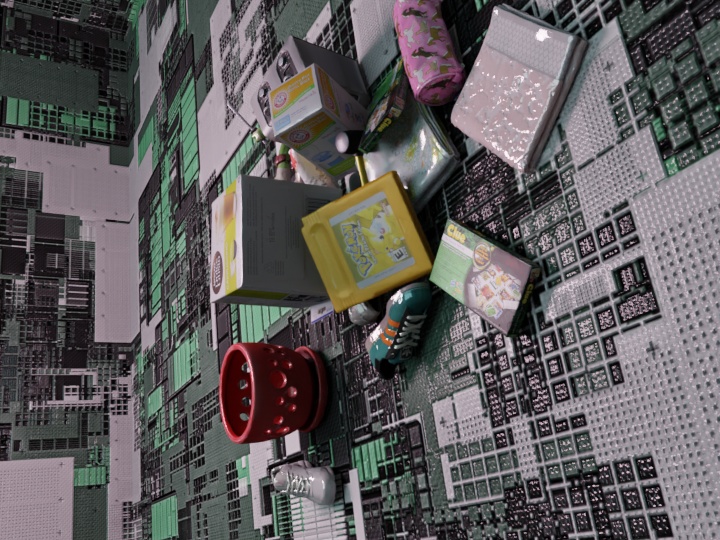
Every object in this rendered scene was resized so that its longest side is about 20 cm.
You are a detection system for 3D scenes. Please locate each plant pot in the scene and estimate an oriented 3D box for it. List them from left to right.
[{"bbox_3d":[-0.176,0.251,1.440,0.200,0.181,0.202,-16,72,58],"label":"plant pot"}]

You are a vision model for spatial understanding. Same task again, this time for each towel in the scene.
[{"bbox_3d":[0.074,-0.185,1.182,0.200,0.048,0.172,-50,49,39],"label":"towel"},{"bbox_3d":[0.214,-0.262,0.991,0.200,0.032,0.192,53,130,50],"label":"towel"}]

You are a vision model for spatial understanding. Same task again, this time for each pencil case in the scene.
[{"bbox_3d":[0.109,-0.366,1.137,0.083,0.086,0.201,111,150,-60],"label":"pencil case"}]

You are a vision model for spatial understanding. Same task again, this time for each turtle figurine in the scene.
[{"bbox_3d":[-0.184,-0.282,1.577,0.144,0.198,0.196,58,-152,-83],"label":"turtle figurine"}]

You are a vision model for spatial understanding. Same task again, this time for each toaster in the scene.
[{"bbox_3d":[-0.094,-0.343,1.396,0.181,0.199,0.119,-45,51,37],"label":"toaster"}]

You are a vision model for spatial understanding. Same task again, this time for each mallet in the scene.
[{"bbox_3d":[0.002,-0.144,1.186,0.041,0.065,0.202,-20,74,49],"label":"mallet"}]

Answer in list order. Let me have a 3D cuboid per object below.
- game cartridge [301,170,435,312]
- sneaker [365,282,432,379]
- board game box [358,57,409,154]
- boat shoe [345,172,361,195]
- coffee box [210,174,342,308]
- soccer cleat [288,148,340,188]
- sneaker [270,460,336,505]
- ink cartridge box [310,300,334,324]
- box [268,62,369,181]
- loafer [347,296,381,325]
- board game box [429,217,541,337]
[{"bbox_3d":[0.009,-0.044,1.166,0.199,0.032,0.177,-25,88,24],"label":"game cartridge"},{"bbox_3d":[0.073,0.104,1.152,0.201,0.071,0.080,-63,40,44],"label":"sneaker"},{"bbox_3d":[0.047,-0.290,1.193,0.105,0.023,0.201,-49,18,40],"label":"board game box"},{"bbox_3d":[0.003,-0.078,1.259,0.065,0.074,0.204,123,143,-57],"label":"boat shoe"},{"bbox_3d":[-0.160,-0.044,1.302,0.197,0.198,0.202,-21,67,60],"label":"coffee box"},{"bbox_3d":[-0.077,-0.176,1.374,0.085,0.068,0.201,37,157,44],"label":"soccer cleat"},{"bbox_3d":[-0.120,0.429,1.400,0.200,0.099,0.079,-17,71,58],"label":"sneaker"},{"bbox_3d":[-0.068,-0.001,1.377,0.099,0.039,0.202,-28,61,54],"label":"ink cartridge box"},{"bbox_3d":[-0.063,-0.265,1.275,0.112,0.200,0.102,-24,61,24],"label":"box"},{"bbox_3d":[0.000,0.000,1.293,0.070,0.070,0.202,-34,65,47],"label":"loafer"},{"bbox_3d":[0.174,0.005,1.013,0.200,0.023,0.106,41,122,54],"label":"board game box"}]
